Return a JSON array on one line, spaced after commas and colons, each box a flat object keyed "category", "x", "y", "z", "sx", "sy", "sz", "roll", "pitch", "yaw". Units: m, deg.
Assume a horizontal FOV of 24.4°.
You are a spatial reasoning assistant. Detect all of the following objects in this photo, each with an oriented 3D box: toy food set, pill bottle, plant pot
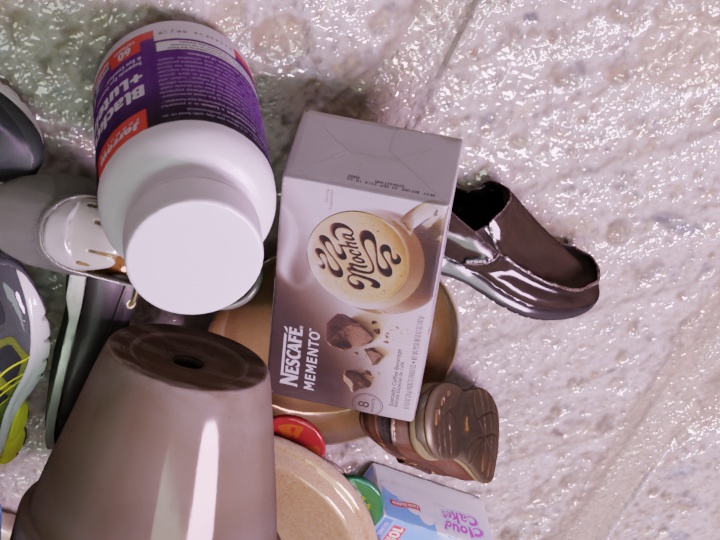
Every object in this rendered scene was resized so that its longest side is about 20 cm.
[{"category": "toy food set", "x": -0.074, "y": 0.199, "z": 1.321, "sx": 0.198, "sy": 0.049, "sz": 0.199, "roll": 1, "pitch": 122, "yaw": 18}, {"category": "pill bottle", "x": -0.113, "y": -0.065, "z": 1.061, "sx": 0.110, "sy": 0.201, "sz": 0.112, "roll": -5, "pitch": 126, "yaw": -7}, {"category": "plant pot", "x": -0.137, "y": 0.140, "z": 1.176, "sx": 0.198, "sy": 0.200, "sz": 0.175, "roll": 9, "pitch": 109, "yaw": -17}, {"category": "plant pot", "x": -0.023, "y": 0.051, "z": 1.284, "sx": 0.198, "sy": 0.028, "sz": 0.201, "roll": -5, "pitch": 128, "yaw": -7}]

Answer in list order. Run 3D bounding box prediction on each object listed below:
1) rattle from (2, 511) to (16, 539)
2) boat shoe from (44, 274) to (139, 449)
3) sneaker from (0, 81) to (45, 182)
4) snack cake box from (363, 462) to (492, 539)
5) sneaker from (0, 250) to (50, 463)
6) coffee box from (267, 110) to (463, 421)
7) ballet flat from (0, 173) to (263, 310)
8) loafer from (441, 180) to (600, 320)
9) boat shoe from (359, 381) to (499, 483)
[{"category": "rattle", "x": -0.270, "y": 0.294, "z": 1.348, "sx": 0.130, "sy": 0.143, "sz": 0.200, "roll": -40, "pitch": 119, "yaw": -5}, {"category": "boat shoe", "x": -0.193, "y": 0.052, "z": 1.221, "sx": 0.060, "sy": 0.072, "sz": 0.202, "roll": 8, "pitch": 121, "yaw": -12}, {"category": "sneaker", "x": -0.298, "y": -0.101, "z": 1.081, "sx": 0.199, "sy": 0.085, "sz": 0.075, "roll": 27, "pitch": 118, "yaw": -27}, {"category": "snack cake box", "x": 0.013, "y": 0.269, "z": 1.425, "sx": 0.114, "sy": 0.067, "sz": 0.201, "roll": 21, "pitch": 119, "yaw": -23}, {"category": "sneaker", "x": -0.279, "y": 0.072, "z": 1.192, "sx": 0.084, "sy": 0.074, "sz": 0.201, "roll": -15, "pitch": 134, "yaw": -36}, {"category": "coffee box", "x": 0.000, "y": 0.000, "z": 1.155, "sx": 0.112, "sy": 0.080, "sz": 0.201, "roll": 11, "pitch": 131, "yaw": 3}, {"category": "ballet flat", "x": -0.156, "y": -0.020, "z": 1.131, "sx": 0.199, "sy": 0.064, "sz": 0.068, "roll": 16, "pitch": 90, "yaw": -27}, {"category": "loafer", "x": 0.100, "y": -0.023, "z": 1.222, "sx": 0.199, "sy": 0.073, "sz": 0.072, "roll": 19, "pitch": 123, "yaw": -23}, {"category": "boat shoe", "x": 0.059, "y": 0.124, "z": 1.300, "sx": 0.067, "sy": 0.073, "sz": 0.200, "roll": 1, "pitch": 167, "yaw": 23}]
